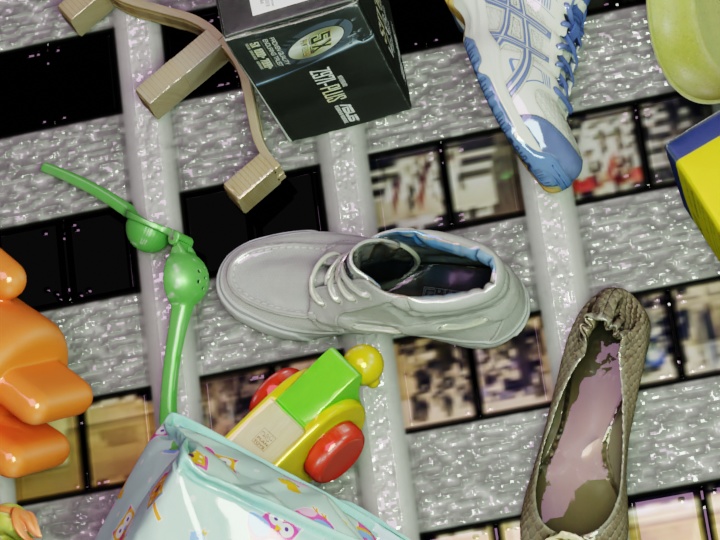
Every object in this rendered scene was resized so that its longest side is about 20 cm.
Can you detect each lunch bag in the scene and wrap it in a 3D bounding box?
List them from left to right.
[{"bbox_3d":[-0.059,0.202,1.639,0.200,0.122,0.171,27,95,-16],"label":"lunch bag"}]

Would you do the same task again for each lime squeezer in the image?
[{"bbox_3d":[-0.134,-0.004,1.808,0.071,0.038,0.200,-42,64,30],"label":"lime squeezer"}]

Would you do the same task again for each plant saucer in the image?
[{"bbox_3d":[0.235,-0.195,1.704,0.031,0.200,0.201,10,68,-24],"label":"plant saucer"}]

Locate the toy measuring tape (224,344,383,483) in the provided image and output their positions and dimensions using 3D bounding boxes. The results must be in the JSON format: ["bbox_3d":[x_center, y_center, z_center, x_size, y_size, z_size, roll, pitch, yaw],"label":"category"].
[{"bbox_3d":[-0.059,0.120,1.720,0.200,0.074,0.074,-44,67,-7],"label":"toy measuring tape"}]

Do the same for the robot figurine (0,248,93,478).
[{"bbox_3d":[-0.263,0.052,1.768,0.200,0.144,0.117,33,58,21],"label":"robot figurine"}]

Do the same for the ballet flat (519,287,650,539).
[{"bbox_3d":[0.134,0.104,1.694,0.067,0.046,0.201,9,73,17],"label":"ballet flat"}]

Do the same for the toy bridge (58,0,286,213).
[{"bbox_3d":[-0.113,-0.127,1.845,0.067,0.027,0.200,-40,67,-6],"label":"toy bridge"}]

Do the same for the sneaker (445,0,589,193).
[{"bbox_3d":[0.108,-0.146,1.775,0.088,0.075,0.200,-22,68,4],"label":"sneaker"}]

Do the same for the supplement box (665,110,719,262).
[{"bbox_3d":[0.277,-0.004,1.666,0.109,0.109,0.200,-30,67,1],"label":"supplement box"}]

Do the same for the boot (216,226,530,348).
[{"bbox_3d":[0.000,0.000,1.736,0.199,0.096,0.074,3,71,14],"label":"boot"}]

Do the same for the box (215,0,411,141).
[{"bbox_3d":[-0.042,-0.207,1.784,0.086,0.164,0.200,-15,67,7],"label":"box"}]

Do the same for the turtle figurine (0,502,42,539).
[{"bbox_3d":[-0.230,0.199,1.708,0.200,0.064,0.162,16,61,26],"label":"turtle figurine"}]
